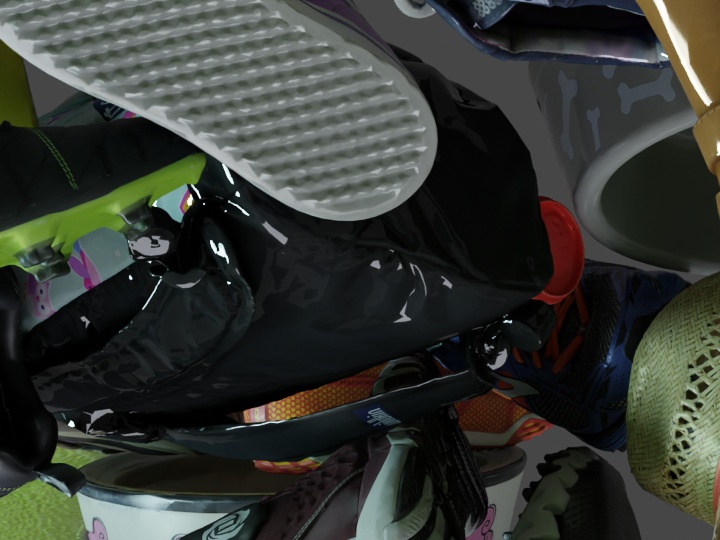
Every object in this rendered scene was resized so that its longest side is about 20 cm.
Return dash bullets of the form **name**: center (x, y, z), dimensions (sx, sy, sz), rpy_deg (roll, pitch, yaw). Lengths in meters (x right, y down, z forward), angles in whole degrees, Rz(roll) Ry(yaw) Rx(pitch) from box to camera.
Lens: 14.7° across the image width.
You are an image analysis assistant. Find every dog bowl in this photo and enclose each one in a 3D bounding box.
- **dog bowl**: center (-0.025, 0.119, 1.229), dimensions (0.199, 0.074, 0.200), rpy_deg (-2, -176, 0)
- **dog bowl**: center (0.162, -0.055, 1.012), dimensions (0.199, 0.059, 0.200), rpy_deg (-3, 159, -1)

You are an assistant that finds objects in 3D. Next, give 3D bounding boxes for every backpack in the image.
- **backpack**: center (-0.047, -0.010, 1.002), dimensions (0.166, 0.127, 0.200), rpy_deg (22, 149, -33)

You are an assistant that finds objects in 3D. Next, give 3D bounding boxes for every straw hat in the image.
- **straw hat**: center (0.144, 0.048, 1.006), dimensions (0.085, 0.202, 0.201), rpy_deg (20, 172, 32)

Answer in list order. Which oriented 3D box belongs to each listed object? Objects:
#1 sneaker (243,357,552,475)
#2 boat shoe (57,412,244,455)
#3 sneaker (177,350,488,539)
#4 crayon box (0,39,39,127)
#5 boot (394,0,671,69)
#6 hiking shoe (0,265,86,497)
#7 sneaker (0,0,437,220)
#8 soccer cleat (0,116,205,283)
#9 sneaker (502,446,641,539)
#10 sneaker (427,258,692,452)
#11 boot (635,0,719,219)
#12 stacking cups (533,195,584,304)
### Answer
- **sneaker**: center (0.029, 0.042, 1.223), dimensions (0.073, 0.078, 0.200), rpy_deg (-1, -178, 39)
- **boat shoe**: center (-0.134, 0.047, 1.204), dimensions (0.073, 0.075, 0.200), rpy_deg (-19, 153, 33)
- **sneaker**: center (-0.018, 0.091, 1.061), dimensions (0.115, 0.076, 0.200), rpy_deg (-21, -173, 10)
- **crayon box**: center (-0.200, -0.073, 0.857), dimensions (0.199, 0.051, 0.127), rpy_deg (-4, 131, 4)
- **boot**: center (0.014, -0.116, 0.791), dimensions (0.199, 0.091, 0.073), rpy_deg (7, 156, -25)
- **hiking shoe**: center (-0.160, -0.007, 0.954), dimensions (0.100, 0.076, 0.200), rpy_deg (-9, 119, 44)
- **sneaker**: center (-0.068, -0.099, 0.823), dimensions (0.073, 0.114, 0.200), rpy_deg (-40, 127, 12)
- **soccer cleat**: center (-0.146, -0.025, 0.823), dimensions (0.199, 0.081, 0.068), rpy_deg (-15, 175, -7)
- **sneaker**: center (0.087, 0.125, 1.029), dimensions (0.090, 0.067, 0.200), rpy_deg (30, -164, 4)
- **sneaker**: center (0.065, 0.024, 1.113), dimensions (0.078, 0.076, 0.200), rpy_deg (19, 174, -20)
- **boot**: center (0.099, -0.058, 0.740), dimensions (0.199, 0.156, 0.077), rpy_deg (6, 167, -18)
- **stacking cups**: center (0.000, 0.000, 1.086), dimensions (0.199, 0.061, 0.060), rpy_deg (-12, 158, 41)
